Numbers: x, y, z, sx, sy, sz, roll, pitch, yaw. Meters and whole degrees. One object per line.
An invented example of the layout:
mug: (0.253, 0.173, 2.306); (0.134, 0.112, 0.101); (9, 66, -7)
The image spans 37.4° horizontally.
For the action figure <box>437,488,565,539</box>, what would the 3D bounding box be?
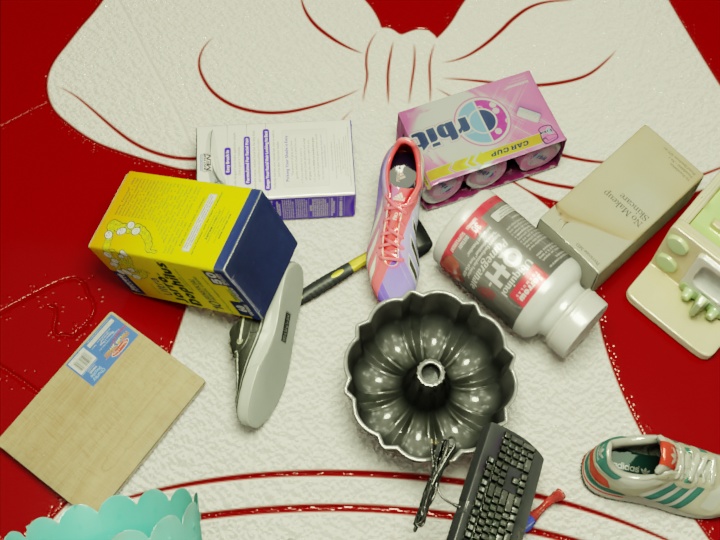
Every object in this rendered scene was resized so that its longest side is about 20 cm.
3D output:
action figure: (0.137, 0.286, 1.137); (0.200, 0.099, 0.065); (-42, 72, -15)

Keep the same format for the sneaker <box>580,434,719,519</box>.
sneaker: (0.347, 0.223, 1.169); (0.197, 0.094, 0.071); (8, 65, 3)

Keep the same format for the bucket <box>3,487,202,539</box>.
bucket: (-0.247, 0.309, 1.050); (0.204, 0.207, 0.137); (-11, 91, -6)

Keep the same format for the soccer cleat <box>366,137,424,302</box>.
soccer cleat: (0.043, -0.058, 1.259); (0.066, 0.077, 0.203); (6, 75, 4)

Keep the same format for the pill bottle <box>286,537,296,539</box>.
pill bottle: (-0.099, 0.379, 1.079); (0.108, 0.110, 0.201); (31, 68, 13)

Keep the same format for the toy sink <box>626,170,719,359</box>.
toy sink: (0.434, -0.019, 1.273); (0.130, 0.112, 0.200); (40, 71, 17)

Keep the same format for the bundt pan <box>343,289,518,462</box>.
bundt pan: (0.076, 0.128, 1.215); (0.199, 0.076, 0.205); (1, 67, -3)

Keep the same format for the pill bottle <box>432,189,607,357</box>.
pill bottle: (0.191, 0.007, 1.257); (0.200, 0.111, 0.111); (42, 71, 17)

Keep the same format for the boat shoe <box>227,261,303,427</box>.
boat shoe: (-0.119, 0.084, 1.244); (0.063, 0.071, 0.203); (4, 67, 24)

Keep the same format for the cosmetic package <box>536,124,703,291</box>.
cosmetic package: (0.318, -0.075, 1.319); (0.200, 0.073, 0.103); (-41, 72, -19)

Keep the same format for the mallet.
mallet: (0.000, 0.000, 1.302); (0.199, 0.041, 0.066); (-38, 73, -12)

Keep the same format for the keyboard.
keyboard: (0.115, 0.249, 1.102); (0.126, 0.021, 0.202); (25, 60, -4)

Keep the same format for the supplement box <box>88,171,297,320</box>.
supplement box: (-0.193, -0.030, 1.232); (0.198, 0.109, 0.111); (10, 63, 29)

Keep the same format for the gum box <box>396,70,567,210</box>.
gum box: (0.147, -0.166, 1.360); (0.197, 0.066, 0.115); (-19, 65, -10)

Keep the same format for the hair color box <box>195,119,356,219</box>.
hair color box: (-0.107, -0.124, 1.339); (0.197, 0.065, 0.111); (-2, 66, -4)

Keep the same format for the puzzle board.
puzzle board: (-0.297, 0.165, 1.227); (0.150, 0.017, 0.201); (33, 68, 15)
